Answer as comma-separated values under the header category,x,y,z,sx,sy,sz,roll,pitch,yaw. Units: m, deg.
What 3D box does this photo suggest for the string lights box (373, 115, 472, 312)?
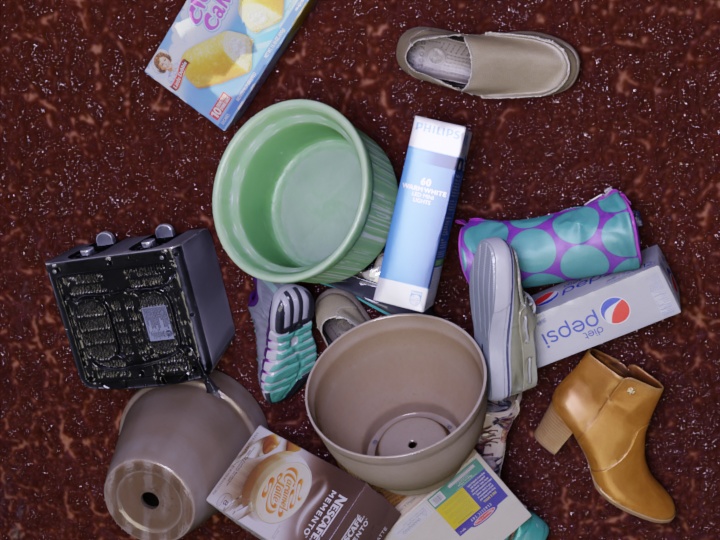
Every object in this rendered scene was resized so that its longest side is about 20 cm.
category,x,y,z,sx,sy,sz,roll,pitch,yaw
string lights box,0.071,-0.062,1.269,0.059,0.103,0.200,13,95,9

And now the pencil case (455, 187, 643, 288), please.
category,x,y,z,sx,sy,sz,roll,pitch,yaw
pencil case,0.208,-0.031,1.286,0.200,0.085,0.093,-11,88,19

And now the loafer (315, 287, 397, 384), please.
category,x,y,z,sx,sy,sz,roll,pitch,yaw
loafer,0.009,0.114,1.400,0.076,0.068,0.200,-37,99,23

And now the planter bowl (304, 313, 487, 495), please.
category,x,y,z,sx,sy,sz,roll,pitch,yaw
planter bowl,0.051,0.165,1.302,0.200,0.200,0.135,-2,136,15

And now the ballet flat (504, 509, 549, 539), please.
category,x,y,z,sx,sy,sz,roll,pitch,yaw
ballet flat,0.180,0.384,1.468,0.070,0.067,0.200,21,117,-10

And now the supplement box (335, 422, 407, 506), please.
category,x,y,z,sx,sy,sz,roll,pitch,yaw
supplement box,0.021,0.255,1.413,0.069,0.067,0.200,-30,95,-12

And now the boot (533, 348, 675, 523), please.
category,x,y,z,sx,sy,sz,roll,pitch,yaw
boot,0.314,0.191,1.354,0.201,0.071,0.144,34,118,4

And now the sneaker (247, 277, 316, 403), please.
category,x,y,z,sx,sy,sz,roll,pitch,yaw
sneaker,-0.101,0.073,1.416,0.088,0.074,0.200,48,144,33

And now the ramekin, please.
category,x,y,z,sx,sy,sz,roll,pitch,yaw
ramekin,-0.055,-0.079,1.284,0.200,0.098,0.201,-5,79,29

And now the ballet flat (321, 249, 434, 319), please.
category,x,y,z,sx,sy,sz,roll,pitch,yaw
ballet flat,0.000,0.000,1.360,0.200,0.073,0.073,23,114,7

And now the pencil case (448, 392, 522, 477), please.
category,x,y,z,sx,sy,sz,roll,pitch,yaw
pencil case,0.140,0.228,1.408,0.089,0.078,0.200,10,113,3

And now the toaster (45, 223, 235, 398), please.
category,x,y,z,sx,sy,sz,roll,pitch,yaw
toaster,-0.259,0.050,1.413,0.180,0.119,0.200,-7,108,17

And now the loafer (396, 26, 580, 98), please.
category,x,y,z,sx,sy,sz,roll,pitch,yaw
loafer,0.132,-0.217,1.241,0.200,0.067,0.076,5,112,12

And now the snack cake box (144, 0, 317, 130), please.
category,x,y,z,sx,sy,sz,roll,pitch,yaw
snack cake box,-0.136,-0.271,1.287,0.115,0.067,0.200,36,114,-3

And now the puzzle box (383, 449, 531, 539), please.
category,x,y,z,sx,sy,sz,roll,pitch,yaw
puzzle box,0.091,0.309,1.365,0.200,0.025,0.133,-40,121,-1

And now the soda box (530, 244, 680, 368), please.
category,x,y,z,sx,sy,sz,roll,pitch,yaw
soda box,0.256,0.045,1.313,0.200,0.068,0.064,-24,105,21

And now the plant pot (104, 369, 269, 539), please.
category,x,y,z,sx,sy,sz,roll,pitch,yaw
plant pot,-0.232,0.244,1.453,0.200,0.174,0.200,5,113,13

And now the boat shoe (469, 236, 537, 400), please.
category,x,y,z,sx,sy,sz,roll,pitch,yaw
boat shoe,0.159,0.050,1.267,0.062,0.072,0.200,-12,123,-14

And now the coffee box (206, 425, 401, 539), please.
category,x,y,z,sx,sy,sz,roll,pitch,yaw
coffee box,-0.068,0.273,1.349,0.200,0.114,0.080,18,157,45
